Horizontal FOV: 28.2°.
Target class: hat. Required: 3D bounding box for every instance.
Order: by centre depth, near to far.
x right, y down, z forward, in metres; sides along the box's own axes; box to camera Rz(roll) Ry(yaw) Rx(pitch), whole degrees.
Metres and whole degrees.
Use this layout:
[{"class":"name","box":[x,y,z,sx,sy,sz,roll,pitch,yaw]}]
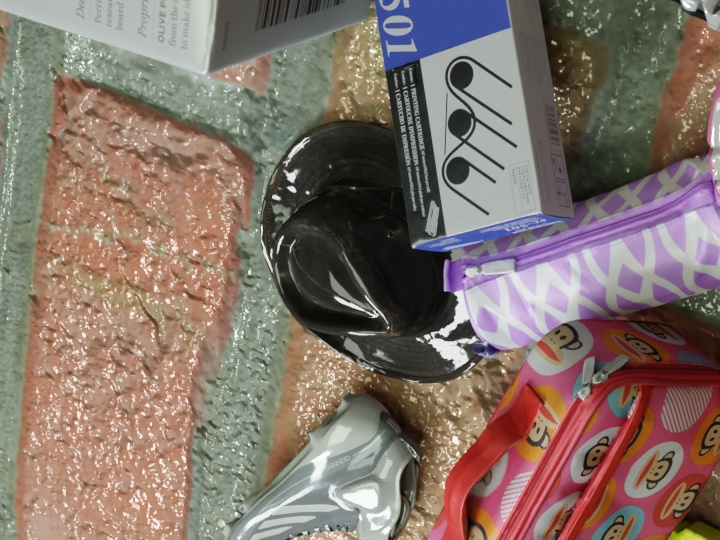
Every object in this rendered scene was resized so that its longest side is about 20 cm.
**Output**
[{"class":"hat","box":[0.000,0.000,0.970,0.200,0.081,0.202,11,114,26]}]

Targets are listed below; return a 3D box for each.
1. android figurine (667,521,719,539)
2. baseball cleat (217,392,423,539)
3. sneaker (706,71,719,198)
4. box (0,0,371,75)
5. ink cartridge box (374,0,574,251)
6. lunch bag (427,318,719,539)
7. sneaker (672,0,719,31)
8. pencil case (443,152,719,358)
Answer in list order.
[{"class":"android figurine","box":[0.221,0.250,0.944,0.182,0.041,0.200,-45,69,23]},{"class":"baseball cleat","box":[-0.029,0.181,1.069,0.106,0.070,0.200,45,126,8]},{"class":"sneaker","box":[0.252,-0.043,0.768,0.087,0.074,0.200,1,139,41]},{"class":"box","box":[-0.097,-0.247,0.855,0.171,0.199,0.201,19,117,23]},{"class":"ink cartridge box","box":[0.064,-0.119,0.864,0.094,0.044,0.201,-14,80,35]},{"class":"lunch bag","box":[0.126,0.124,0.871,0.082,0.175,0.201,46,119,42]},{"class":"sneaker","box":[0.232,-0.155,0.783,0.199,0.075,0.081,34,109,12]},{"class":"pencil case","box":[0.150,-0.014,0.870,0.199,0.085,0.084,-21,55,31]}]
